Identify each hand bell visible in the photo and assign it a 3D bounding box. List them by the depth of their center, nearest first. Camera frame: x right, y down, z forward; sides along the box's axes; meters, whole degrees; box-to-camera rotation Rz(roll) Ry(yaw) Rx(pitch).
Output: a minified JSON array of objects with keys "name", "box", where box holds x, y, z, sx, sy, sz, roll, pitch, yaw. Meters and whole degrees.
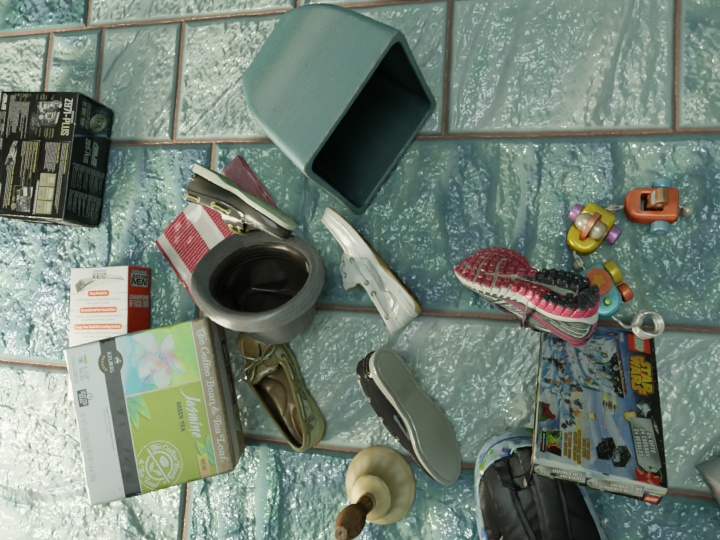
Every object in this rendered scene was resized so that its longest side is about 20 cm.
[{"name":"hand bell","box":[0.005,0.291,0.696,0.101,0.200,0.108,-1,84,13]}]

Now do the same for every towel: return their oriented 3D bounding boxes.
[{"name":"towel","box":[-0.220,-0.060,0.880,0.199,0.023,0.145,-42,76,8]}]

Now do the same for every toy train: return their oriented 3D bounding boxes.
[{"name":"toy train","box":[0.330,-0.026,0.700,0.146,0.056,0.207,8,77,20]}]

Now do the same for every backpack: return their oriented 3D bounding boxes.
[{"name":"backpack","box":[0.209,0.299,0.683,0.159,0.154,0.205,-23,99,14]}]

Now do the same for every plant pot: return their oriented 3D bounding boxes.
[{"name":"plant pot","box":[-0.045,-0.236,0.769,0.199,0.196,0.198,40,95,23]}]

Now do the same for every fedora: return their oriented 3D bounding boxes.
[{"name":"fedora","box":[-0.135,0.033,0.798,0.195,0.092,0.178,16,50,28]}]

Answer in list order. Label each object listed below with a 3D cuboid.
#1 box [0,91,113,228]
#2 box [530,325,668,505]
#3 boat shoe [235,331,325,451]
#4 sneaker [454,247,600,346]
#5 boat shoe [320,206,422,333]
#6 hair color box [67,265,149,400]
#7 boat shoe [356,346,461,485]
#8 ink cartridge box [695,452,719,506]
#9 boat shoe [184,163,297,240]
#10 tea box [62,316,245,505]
[{"name":"box","box":[-0.514,-0.183,0.935,0.158,0.086,0.208,4,86,15]},{"name":"box","box":[0.275,0.152,0.659,0.132,0.041,0.203,9,47,15]},{"name":"boat shoe","box":[-0.120,0.164,0.811,0.073,0.063,0.202,-40,76,9]},{"name":"sneaker","box":[0.202,0.034,0.715,0.080,0.076,0.198,-36,42,-27]},{"name":"boat shoe","box":[0.000,0.000,0.790,0.069,0.071,0.201,-41,78,6]},{"name":"hair color box","box":[-0.396,0.098,0.891,0.107,0.064,0.208,-2,86,14]},{"name":"boat shoe","box":[0.063,0.200,0.761,0.202,0.074,0.060,54,140,-3]},{"name":"ink cartridge box","box":[0.495,0.279,0.595,0.143,0.145,0.204,-33,78,9]},{"name":"boat shoe","box":[-0.178,-0.088,0.826,0.198,0.071,0.062,31,97,24]},{"name":"tea box","box":[-0.275,0.183,0.783,0.190,0.134,0.207,-12,87,-6]}]
